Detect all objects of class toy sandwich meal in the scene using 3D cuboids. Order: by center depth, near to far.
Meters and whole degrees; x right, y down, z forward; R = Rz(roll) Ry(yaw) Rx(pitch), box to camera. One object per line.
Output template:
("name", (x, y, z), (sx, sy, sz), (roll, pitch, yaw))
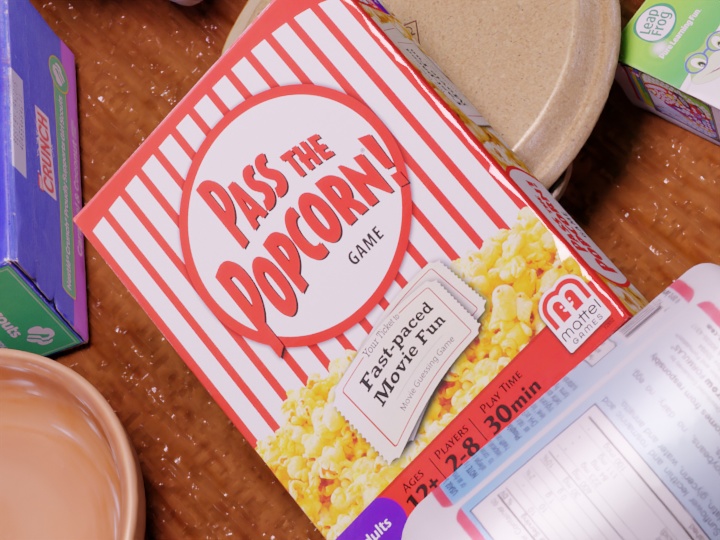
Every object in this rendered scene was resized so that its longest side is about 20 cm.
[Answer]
("toy sandwich meal", (0.025, -0.078, 1.234), (0.204, 0.070, 0.206), (-13, 59, 22))

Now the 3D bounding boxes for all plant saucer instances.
("plant saucer", (-0.175, 0.128, 1.228), (0.199, 0.037, 0.201), (-15, 53, 21))

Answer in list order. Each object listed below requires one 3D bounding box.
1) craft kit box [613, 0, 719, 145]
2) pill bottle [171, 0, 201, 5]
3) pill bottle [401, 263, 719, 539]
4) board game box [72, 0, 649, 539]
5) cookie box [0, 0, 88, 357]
("craft kit box", (0.231, -0.117, 1.160), (0.197, 0.049, 0.200), (32, 78, 37))
("pill bottle", (-0.149, -0.204, 1.344), (0.199, 0.113, 0.114), (24, 71, 11))
("pill bottle", (0.087, 0.099, 1.054), (0.200, 0.109, 0.109), (-40, 49, 0))
("board game box", (0.000, 0.000, 1.143), (0.152, 0.046, 0.200), (-47, 68, 15))
("cookie box", (-0.230, -0.022, 1.330), (0.199, 0.075, 0.172), (-19, 52, 18))
